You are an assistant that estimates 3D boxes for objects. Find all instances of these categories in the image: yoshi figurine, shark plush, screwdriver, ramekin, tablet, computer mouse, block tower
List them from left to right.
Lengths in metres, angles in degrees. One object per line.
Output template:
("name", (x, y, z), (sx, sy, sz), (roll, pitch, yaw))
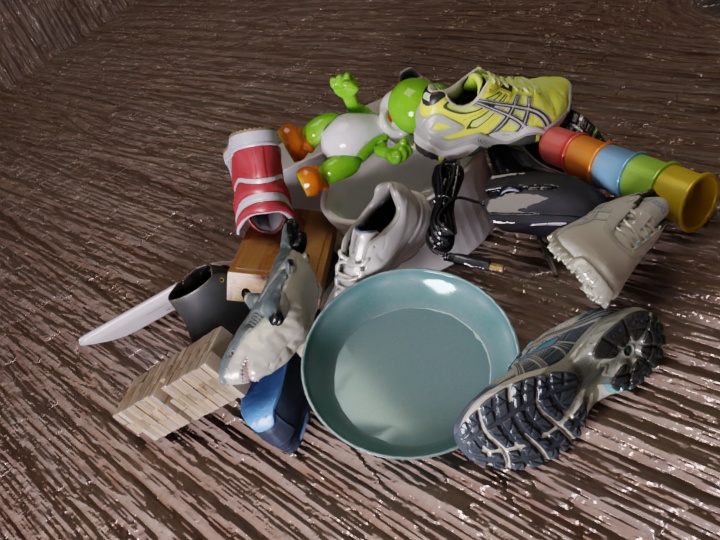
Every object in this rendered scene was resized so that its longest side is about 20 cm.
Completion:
("tablet", (-0.236, 0.039, 1.256), (0.199, 0.014, 0.130), (-28, -4, 12))
("block tower", (-0.179, 0.119, 1.056), (0.199, 0.054, 0.058), (-28, 30, 47))
("shark plush", (-0.088, 0.018, 1.000), (0.083, 0.091, 0.202), (-16, 54, 24))
("yoshi figurine", (0.012, -0.162, 1.144), (0.199, 0.113, 0.112), (-24, 33, -2))
("ramekin", (0.063, -0.079, 1.178), (0.199, 0.098, 0.201), (-21, 31, 13))
("computer mouse", (0.161, -0.052, 1.018), (0.198, 0.046, 0.141), (14, 50, 4))
("screwdriver", (0.178, -0.071, 1.094), (0.029, 0.028, 0.201), (-33, 47, 11))

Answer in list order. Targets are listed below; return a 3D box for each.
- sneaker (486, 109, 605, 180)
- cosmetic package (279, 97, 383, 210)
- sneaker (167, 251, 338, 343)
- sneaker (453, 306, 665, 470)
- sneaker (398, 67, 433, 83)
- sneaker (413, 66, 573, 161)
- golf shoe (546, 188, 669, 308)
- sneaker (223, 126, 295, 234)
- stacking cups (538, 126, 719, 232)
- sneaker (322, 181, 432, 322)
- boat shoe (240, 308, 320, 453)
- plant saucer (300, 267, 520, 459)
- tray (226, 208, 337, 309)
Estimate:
("sneaker", (0.207, -0.150, 1.189), (0.199, 0.081, 0.074), (31, 86, 36))
("cosmetic package", (-0.031, -0.127, 1.321), (0.199, 0.108, 0.085), (-24, 31, 12))
("sneaker", (-0.115, 0.016, 1.172), (0.199, 0.107, 0.075), (-37, 31, -14))
("sneaker", (0.160, 0.096, 0.870), (0.199, 0.078, 0.086), (-29, 17, -14))
("sneaker", (0.091, -0.210, 1.369), (0.070, 0.082, 0.200), (-29, 30, -3))
("sneaker", (0.149, -0.178, 1.098), (0.199, 0.077, 0.075), (-22, 42, -24))
("golf shoe", (0.225, -0.034, 0.906), (0.097, 0.078, 0.200), (-42, 0, 23))
("sneaker", (-0.117, -0.092, 1.182), (0.071, 0.114, 0.200), (-9, -2, -5))
("stacking cups", (0.264, -0.105, 1.041), (0.060, 0.061, 0.200), (-38, 44, -16))
("sneaker", (0.000, 0.000, 1.021), (0.074, 0.087, 0.201), (18, 82, 28))
("boat shoe", (-0.075, 0.106, 1.045), (0.084, 0.069, 0.201), (-22, 29, 29))
("plant saucer", (0.046, 0.088, 0.937), (0.198, 0.036, 0.201), (-4, 53, 5))
("tray", (-0.082, -0.020, 1.145), (0.098, 0.037, 0.200), (6, 23, 1))
